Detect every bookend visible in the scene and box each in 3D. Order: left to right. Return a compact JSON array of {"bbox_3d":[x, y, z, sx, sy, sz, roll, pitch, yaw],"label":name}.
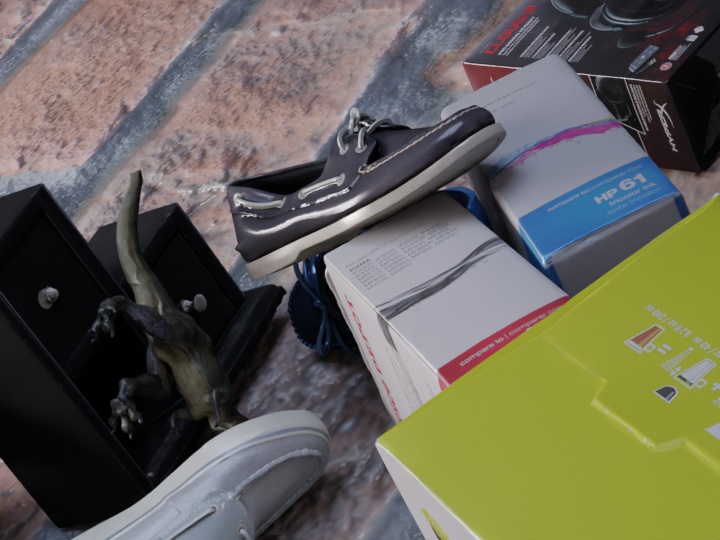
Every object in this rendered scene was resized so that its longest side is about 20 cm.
[{"bbox_3d":[-0.168,0.015,1.271,0.092,0.199,0.201,-14,31,37],"label":"bookend"}]

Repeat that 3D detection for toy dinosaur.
[{"bbox_3d":[-0.118,0.044,1.212,0.047,0.201,0.088,-27,-1,39],"label":"toy dinosaur"}]

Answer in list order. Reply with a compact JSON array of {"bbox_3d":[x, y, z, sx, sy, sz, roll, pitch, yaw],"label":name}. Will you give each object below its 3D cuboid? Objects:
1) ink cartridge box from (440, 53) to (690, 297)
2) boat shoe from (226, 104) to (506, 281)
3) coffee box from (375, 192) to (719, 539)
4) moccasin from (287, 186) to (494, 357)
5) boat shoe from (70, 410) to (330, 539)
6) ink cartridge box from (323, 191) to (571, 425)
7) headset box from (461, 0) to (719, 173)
[{"bbox_3d":[0.129,-0.012,1.139,0.084,0.145,0.200,-28,30,-1],"label":"ink cartridge box"},{"bbox_3d":[-0.005,-0.054,1.131,0.199,0.063,0.072,-27,-3,43],"label":"boat shoe"},{"bbox_3d":[0.160,0.123,0.861,0.199,0.199,0.200,-34,31,-11],"label":"coffee box"},{"bbox_3d":[0.000,0.000,1.222,0.068,0.081,0.200,-26,-9,-35],"label":"moccasin"},{"bbox_3d":[-0.092,0.157,1.152,0.200,0.070,0.072,-33,50,-12],"label":"boat shoe"},{"bbox_3d":[0.073,0.065,1.065,0.082,0.148,0.200,-30,31,-9],"label":"ink cartridge box"},{"bbox_3d":[0.177,-0.147,1.372,0.199,0.078,0.149,13,50,46],"label":"headset box"}]
